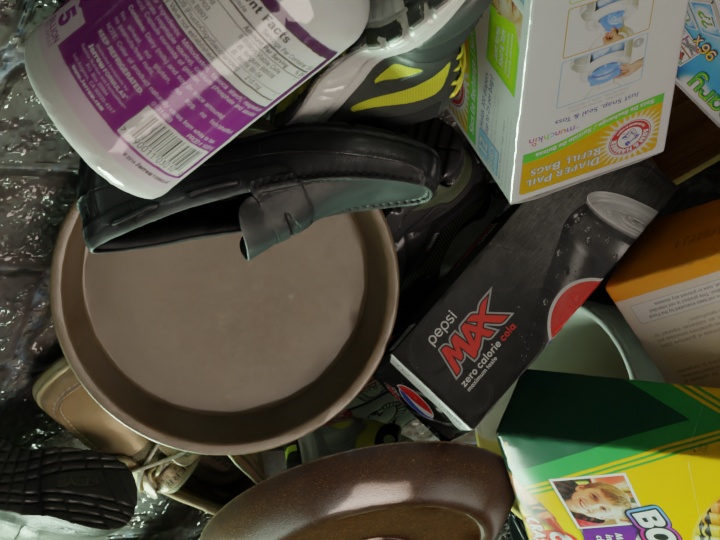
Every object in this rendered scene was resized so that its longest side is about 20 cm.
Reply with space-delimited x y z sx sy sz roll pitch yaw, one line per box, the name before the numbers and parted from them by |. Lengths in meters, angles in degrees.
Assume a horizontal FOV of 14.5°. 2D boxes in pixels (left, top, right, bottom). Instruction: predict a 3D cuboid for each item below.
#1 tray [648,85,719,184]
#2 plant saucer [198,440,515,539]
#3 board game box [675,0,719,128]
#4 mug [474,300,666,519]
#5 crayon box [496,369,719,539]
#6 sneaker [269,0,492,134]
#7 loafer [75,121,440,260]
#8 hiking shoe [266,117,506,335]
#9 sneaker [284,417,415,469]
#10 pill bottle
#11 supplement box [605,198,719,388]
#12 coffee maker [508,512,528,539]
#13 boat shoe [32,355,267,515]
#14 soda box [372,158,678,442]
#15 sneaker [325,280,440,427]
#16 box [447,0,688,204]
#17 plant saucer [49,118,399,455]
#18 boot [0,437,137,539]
tray | 0.247 -0.132 1.706 0.199 0.037 0.099 -31 143 5
plant saucer | 0.001 0.163 1.711 0.199 0.032 0.200 -10 151 -6
board game box | 0.260 -0.121 1.636 0.200 0.035 0.126 43 110 -14
mug | 0.170 0.106 1.868 0.153 0.150 0.187 0 130 -43
crayon box | 0.188 0.152 1.696 0.172 0.058 0.201 6 139 24
sneaker | 0.028 -0.128 1.522 0.084 0.075 0.200 13 154 -29
loafer | -0.055 -0.039 1.543 0.199 0.071 0.068 -2 158 0
hiking shoe | 0.000 0.000 1.688 0.200 0.076 0.101 -37 139 13
sneaker | 0.011 0.141 1.773 0.076 0.076 0.200 -11 164 11
pill bottle | -0.067 -0.137 1.454 0.200 0.113 0.112 -37 142 15
supplement box | 0.255 0.051 1.679 0.126 0.074 0.200 -18 114 40
coffee maker | 0.208 0.171 1.996 0.199 0.135 0.193 -19 120 -10
boat shoe | -0.122 0.105 1.753 0.072 0.065 0.200 -38 141 16
soda box | 0.096 0.005 1.668 0.200 0.071 0.063 -49 -177 -17
sneaker | -0.037 0.076 1.756 0.201 0.067 0.108 -21 143 -19
box | 0.107 -0.150 1.534 0.101 0.113 0.201 -19 143 -17
plant saucer | -0.077 0.007 1.613 0.199 0.029 0.201 -1 106 -4
boot | -0.244 0.140 1.720 0.199 0.068 0.131 20 149 -22
